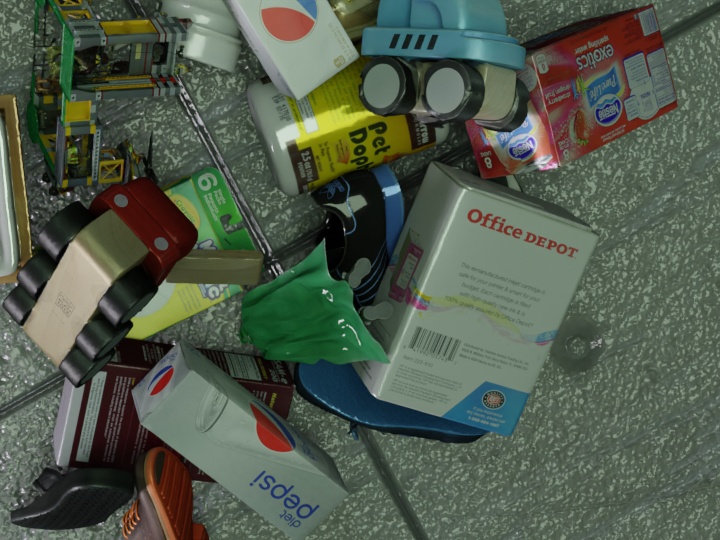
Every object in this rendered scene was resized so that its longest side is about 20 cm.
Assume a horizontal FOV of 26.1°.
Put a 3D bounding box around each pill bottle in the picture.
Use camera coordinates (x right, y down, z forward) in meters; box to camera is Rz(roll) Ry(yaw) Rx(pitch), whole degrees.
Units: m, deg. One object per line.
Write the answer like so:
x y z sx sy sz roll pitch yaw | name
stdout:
-0.119 -0.281 1.349 0.110 0.111 0.202 17 96 -10 | pill bottle
0.006 -0.147 1.387 0.198 0.109 0.110 -20 100 -4 | pill bottle

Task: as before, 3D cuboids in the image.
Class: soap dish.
-0.377 -0.066 1.340 0.198 0.081 0.159 -4 99 8 | soap dish

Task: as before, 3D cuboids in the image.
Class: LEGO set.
-0.209 -0.164 1.321 0.115 0.154 0.202 -7 120 -26 | LEGO set

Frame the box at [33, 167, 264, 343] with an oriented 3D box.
-0.195 -0.003 1.411 0.198 0.048 0.118 -26 102 -5 | box

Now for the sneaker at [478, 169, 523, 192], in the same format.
0.109 -0.003 1.439 0.084 0.074 0.202 -1 98 -7 | sneaker

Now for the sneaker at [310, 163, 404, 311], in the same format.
0.000 0.000 1.402 0.077 0.070 0.202 -16 122 -15 | sneaker

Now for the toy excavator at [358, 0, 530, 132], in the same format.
0.051 -0.222 1.277 0.099 0.193 0.202 4 94 -53 | toy excavator

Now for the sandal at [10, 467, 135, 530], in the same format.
-0.251 0.194 1.377 0.075 0.200 0.048 13 64 -29 | sandal

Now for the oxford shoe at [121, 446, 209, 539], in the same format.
-0.185 0.229 1.393 0.072 0.072 0.201 1 136 8 | oxford shoe

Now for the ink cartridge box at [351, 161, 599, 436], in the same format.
0.098 0.024 1.360 0.143 0.085 0.202 18 105 -22 | ink cartridge box

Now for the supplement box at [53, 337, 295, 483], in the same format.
-0.168 0.127 1.402 0.198 0.061 0.110 10 111 -17 | supplement box

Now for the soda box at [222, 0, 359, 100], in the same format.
-0.083 -0.242 1.275 0.068 0.064 0.201 -35 110 -8 | soda box

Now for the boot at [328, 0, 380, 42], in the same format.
-0.018 -0.281 1.373 0.198 0.073 0.157 -25 101 -17 | boot

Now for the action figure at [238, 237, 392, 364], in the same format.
-0.052 0.039 1.371 0.054 0.199 0.119 -29 97 -37 | action figure

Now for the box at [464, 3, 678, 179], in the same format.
0.183 -0.159 1.368 0.199 0.095 0.101 -27 104 -43 | box

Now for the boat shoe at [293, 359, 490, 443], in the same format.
0.026 0.129 1.442 0.198 0.069 0.085 22 65 -14 | boat shoe

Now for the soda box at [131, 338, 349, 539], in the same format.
-0.104 0.150 1.360 0.068 0.064 0.200 -44 117 7 | soda box

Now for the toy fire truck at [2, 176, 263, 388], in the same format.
-0.173 -0.006 1.304 0.129 0.176 0.200 45 51 4 | toy fire truck
